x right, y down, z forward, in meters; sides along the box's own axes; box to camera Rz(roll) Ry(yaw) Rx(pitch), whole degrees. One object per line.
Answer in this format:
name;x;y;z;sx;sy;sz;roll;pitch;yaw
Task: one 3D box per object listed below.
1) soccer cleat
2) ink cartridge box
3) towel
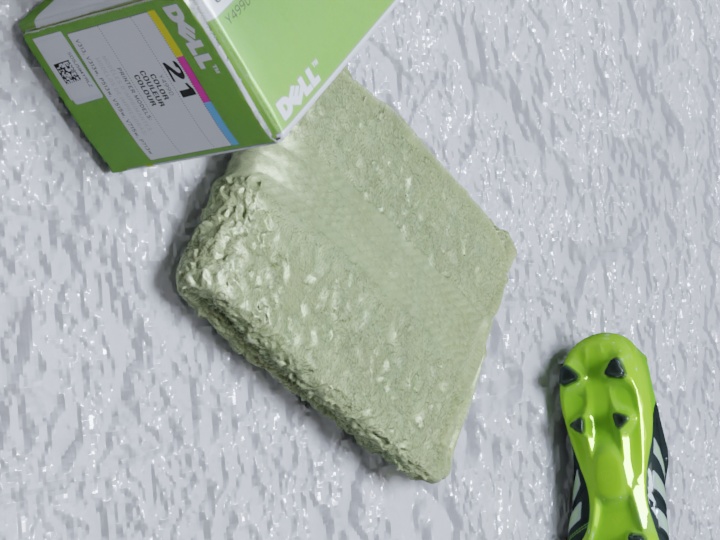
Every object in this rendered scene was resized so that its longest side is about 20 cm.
soccer cleat;0.146;0.135;0.898;0.081;0.067;0.202;10;78;-61
ink cartridge box;-0.013;-0.120;0.633;0.148;0.199;0.076;-53;124;-38
towel;0.000;0.000;0.761;0.200;0.036;0.149;41;57;-40
